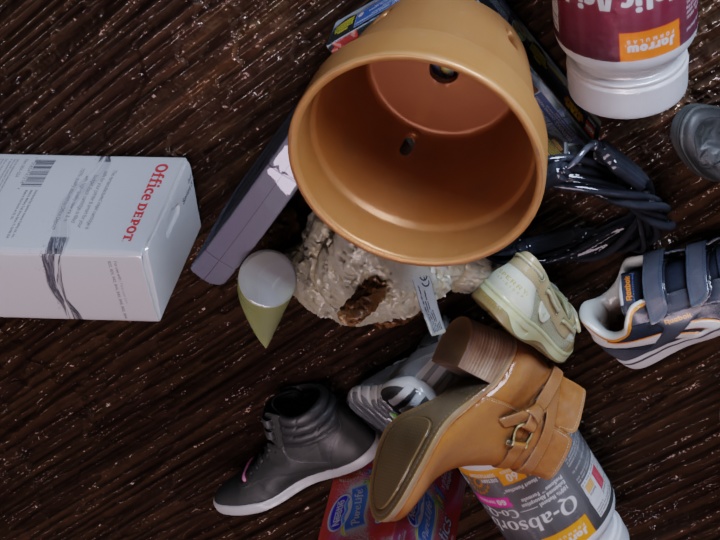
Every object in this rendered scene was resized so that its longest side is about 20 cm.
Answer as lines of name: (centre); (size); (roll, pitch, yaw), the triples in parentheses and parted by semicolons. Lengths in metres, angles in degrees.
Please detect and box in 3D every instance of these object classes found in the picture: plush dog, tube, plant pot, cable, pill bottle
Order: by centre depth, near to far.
pill bottle: (0.201, -0.224, 1.484); (0.114, 0.114, 0.201); (2, 130, 13)
plant pot: (0.056, -0.122, 1.518); (0.199, 0.140, 0.201); (8, 130, 10)
cable: (0.174, -0.042, 1.637); (0.163, 0.051, 0.200); (-26, 149, 25)
plush dog: (0.000, 0.000, 1.725); (0.200, 0.161, 0.172); (36, 155, -13)
tube: (-0.088, 0.023, 1.728); (0.052, 0.058, 0.200); (29, 171, -1)
pill bottle: (0.174, 0.206, 1.853); (0.116, 0.117, 0.200); (-18, 122, 27)

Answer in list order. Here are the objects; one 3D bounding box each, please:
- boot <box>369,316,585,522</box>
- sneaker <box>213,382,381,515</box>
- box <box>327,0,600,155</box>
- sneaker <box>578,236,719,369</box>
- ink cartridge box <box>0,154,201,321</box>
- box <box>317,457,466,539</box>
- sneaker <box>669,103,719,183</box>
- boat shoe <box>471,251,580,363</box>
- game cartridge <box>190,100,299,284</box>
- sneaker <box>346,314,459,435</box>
boot: (0.107, 0.155, 1.707); (0.154, 0.074, 0.201); (30, 90, -31)
sneaker: (-0.084, 0.172, 1.930); (0.200, 0.071, 0.099); (-25, 115, 27)
box: (0.087, -0.154, 1.614); (0.137, 0.040, 0.200); (-27, 118, 33)
sneaker: (0.277, 0.020, 1.689); (0.079, 0.079, 0.200); (31, 133, -28)
ink cartridge box: (-0.259, -0.031, 1.749); (0.199, 0.146, 0.084); (2, 130, 14)
box: (0.026, 0.259, 1.881); (0.099, 0.200, 0.096); (-22, 123, 29)
sneaker: (0.349, -0.067, 1.583); (0.200, 0.060, 0.104); (38, 172, -24)
boat shoe: (0.157, 0.029, 1.697); (0.073, 0.201, 0.063); (44, 97, 26)
game cartridge: (-0.076, -0.078, 1.669); (0.041, 0.133, 0.200); (31, 131, -11)
sneaker: (0.061, 0.098, 1.823); (0.075, 0.116, 0.200); (43, 164, -7)
